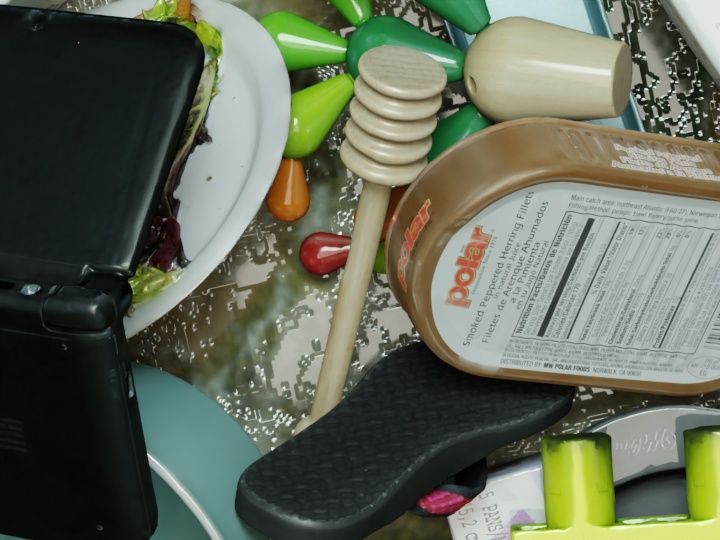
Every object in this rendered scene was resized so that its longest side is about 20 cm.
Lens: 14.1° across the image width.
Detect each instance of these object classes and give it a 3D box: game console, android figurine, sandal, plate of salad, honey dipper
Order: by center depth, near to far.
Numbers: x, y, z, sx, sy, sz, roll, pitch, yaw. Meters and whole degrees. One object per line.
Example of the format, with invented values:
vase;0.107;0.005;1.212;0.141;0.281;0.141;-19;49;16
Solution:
game console;-0.157;-0.002;1.146;0.199;0.116;0.177;8;125;24
plate of salad;-0.121;-0.044;1.216;0.199;0.201;0.048;-32;134;4
sandal;0.017;0.079;1.221;0.075;0.200;0.045;23;122;30
honey dipper;0.000;0.000;1.224;0.038;0.038;0.201;13;124;2
android figurine;0.127;0.167;1.227;0.181;0.041;0.202;-5;92;3

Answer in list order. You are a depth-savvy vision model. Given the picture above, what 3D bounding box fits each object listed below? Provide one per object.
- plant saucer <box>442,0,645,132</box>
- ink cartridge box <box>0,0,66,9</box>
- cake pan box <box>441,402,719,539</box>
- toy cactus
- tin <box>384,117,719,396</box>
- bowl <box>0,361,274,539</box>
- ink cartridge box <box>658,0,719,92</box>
plant saucer;0.080;-0.086;1.277;0.069;0.019;0.201;-19;93;3
ink cartridge box;-0.168;-0.128;1.237;0.200;0.116;0.068;-40;91;5
cake pan box;0.144;0.157;1.270;0.183;0.052;0.201;-14;92;1
toy cactus;0.035;-0.086;1.232;0.164;0.102;0.202;7;108;20
tin;0.106;-0.003;1.218;0.199;0.042;0.113;6;119;-26
bowl;-0.109;0.119;1.232;0.199;0.105;0.202;11;118;21
ink cartridge box;0.145;-0.157;1.206;0.087;0.145;0.201;-32;92;6
